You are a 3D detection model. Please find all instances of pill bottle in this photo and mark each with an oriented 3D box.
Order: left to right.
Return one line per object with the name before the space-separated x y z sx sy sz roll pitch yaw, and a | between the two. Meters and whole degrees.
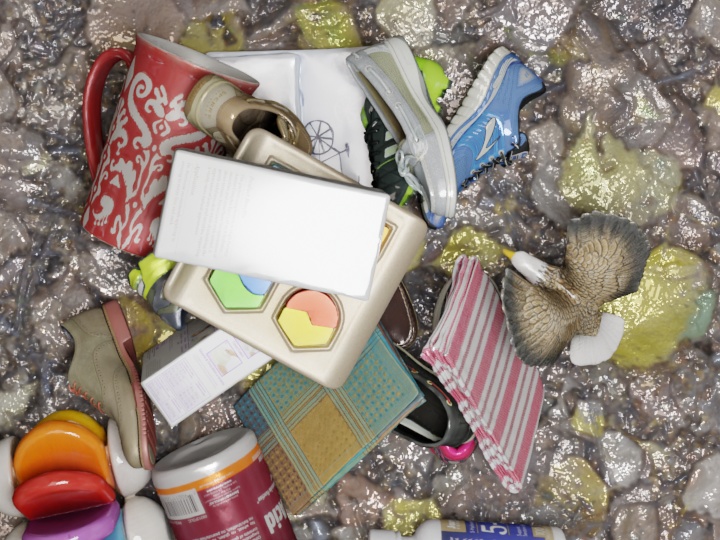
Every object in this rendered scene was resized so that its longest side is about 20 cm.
pill bottle | -0.125 0.272 1.562 0.113 0.114 0.201 -21 99 -1
pill bottle | 0.105 0.314 1.568 0.198 0.120 0.121 4 90 -2

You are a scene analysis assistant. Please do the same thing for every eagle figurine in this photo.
eagle figurine | 0.203 0.020 1.531 0.150 0.200 0.153 3 89 -2

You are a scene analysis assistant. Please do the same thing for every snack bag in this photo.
snack bag | -0.063 -0.139 1.616 0.198 0.021 0.190 -2 89 -1

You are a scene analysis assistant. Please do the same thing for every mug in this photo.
mug | -0.207 -0.128 1.572 0.133 0.177 0.201 15 102 -33

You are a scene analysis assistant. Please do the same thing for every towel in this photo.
towel | -0.034 0.131 1.551 0.200 0.022 0.147 -46 60 25
towel | 0.127 0.102 1.532 0.030 0.147 0.201 -11 125 30

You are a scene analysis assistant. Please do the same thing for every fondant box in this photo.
fondant box | -0.124 0.064 1.549 0.199 0.144 0.058 -35 101 -1

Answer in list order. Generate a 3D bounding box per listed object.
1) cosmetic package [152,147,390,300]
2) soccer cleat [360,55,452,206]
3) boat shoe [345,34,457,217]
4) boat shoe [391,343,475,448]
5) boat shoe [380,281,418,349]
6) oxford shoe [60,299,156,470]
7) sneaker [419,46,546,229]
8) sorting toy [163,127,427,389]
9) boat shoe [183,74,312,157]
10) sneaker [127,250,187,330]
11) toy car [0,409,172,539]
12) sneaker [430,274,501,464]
cosmetic package | -0.081 -0.043 1.399 0.198 0.074 0.103 13 96 -7
soccer cleat | 0.031 -0.130 1.585 0.080 0.068 0.201 20 72 -5
boat shoe | 0.045 -0.138 1.521 0.064 0.075 0.203 -18 70 -6
boat shoe | 0.027 0.117 1.558 0.201 0.063 0.074 27 104 31
boat shoe | 0.000 0.000 1.583 0.072 0.072 0.201 -27 101 -3
oxford shoe | -0.253 0.123 1.551 0.074 0.071 0.201 -16 50 -9
sneaker | 0.127 -0.128 1.592 0.089 0.079 0.201 30 89 2
sorting toy | -0.060 -0.009 1.453 0.199 0.036 0.186 28 94 -11
boat shoe | -0.096 -0.131 1.509 0.064 0.200 0.072 32 97 28
sneaker | -0.126 -0.010 1.523 0.199 0.074 0.081 -32 76 -5
toy car | -0.288 0.243 1.545 0.174 0.150 0.202 -12 90 -2
sneaker | 0.113 0.100 1.592 0.080 0.075 0.202 4 89 -1
